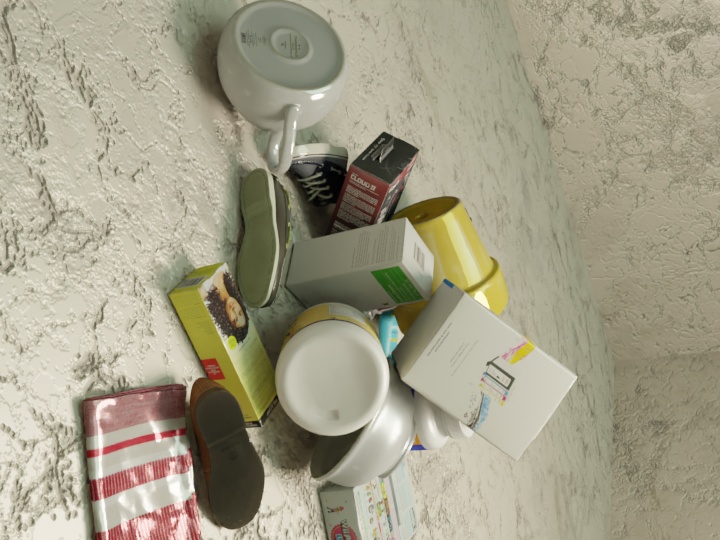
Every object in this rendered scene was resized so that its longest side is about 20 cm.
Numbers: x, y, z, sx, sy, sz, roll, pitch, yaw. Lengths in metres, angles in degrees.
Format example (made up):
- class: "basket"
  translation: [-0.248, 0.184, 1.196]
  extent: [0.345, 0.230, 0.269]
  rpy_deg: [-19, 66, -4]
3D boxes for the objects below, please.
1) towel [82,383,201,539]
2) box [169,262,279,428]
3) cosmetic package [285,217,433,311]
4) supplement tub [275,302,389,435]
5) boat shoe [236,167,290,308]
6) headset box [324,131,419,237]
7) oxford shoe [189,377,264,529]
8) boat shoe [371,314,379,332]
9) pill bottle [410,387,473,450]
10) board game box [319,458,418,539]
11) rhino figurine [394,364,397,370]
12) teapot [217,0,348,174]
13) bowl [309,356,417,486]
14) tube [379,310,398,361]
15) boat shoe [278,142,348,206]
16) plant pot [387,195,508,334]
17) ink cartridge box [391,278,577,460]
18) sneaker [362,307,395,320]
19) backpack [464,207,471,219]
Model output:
- class: "towel"
  translation: [-0.229, 0.228, 0.805]
  extent: [0.144, 0.022, 0.203]
  rpy_deg: [1, 80, -62]
- class: "box"
  translation: [-0.164, 0.097, 0.946]
  extent: [0.202, 0.050, 0.075]
  rpy_deg: [69, 28, -22]
- class: "cosmetic package"
  translation: [0.000, 0.000, 1.138]
  extent: [0.108, 0.198, 0.086]
  rpy_deg: [47, 39, -43]
- class: "supplement tub"
  translation: [-0.039, 0.123, 1.017]
  extent: [0.200, 0.143, 0.147]
  rpy_deg: [-115, -169, -82]
- class: "boat shoe"
  translation: [-0.127, -0.041, 1.042]
  extent: [0.060, 0.071, 0.204]
  rpy_deg: [28, 54, -53]
- class: "headset box"
  translation: [0.018, -0.121, 1.226]
  extent: [0.149, 0.074, 0.201]
  rpy_deg: [-53, 168, -52]
- class: "oxford shoe"
  translation: [-0.162, 0.217, 0.900]
  extent: [0.071, 0.071, 0.203]
  rpy_deg: [-16, 114, -24]
- class: "boat shoe"
  translation: [0.003, 0.079, 1.292]
  extent: [0.067, 0.056, 0.202]
  rpy_deg: [43, 39, -41]
- class: "pill bottle"
  translation: [0.079, 0.234, 1.214]
  extent: [0.112, 0.198, 0.114]
  rpy_deg: [31, 54, -55]
- class: "board game box"
  translation: [0.020, 0.384, 1.199]
  extent: [0.199, 0.063, 0.150]
  rpy_deg: [-13, 92, -65]
- class: "rhino figurine"
  translation: [0.097, 0.234, 1.353]
  extent: [0.088, 0.059, 0.202]
  rpy_deg: [52, -20, 46]
- class: "teapot"
  translation: [-0.117, -0.265, 1.063]
  extent: [0.197, 0.146, 0.200]
  rpy_deg: [40, 54, 4]
- class: "bowl"
  translation: [0.019, 0.232, 1.081]
  extent: [0.090, 0.201, 0.202]
  rpy_deg: [34, 41, -9]
- class: "tube"
  translation: [0.043, 0.148, 1.352]
  extent: [0.077, 0.050, 0.203]
  rpy_deg: [13, 76, -60]
- class: "boat shoe"
  translation: [-0.069, -0.149, 1.191]
  extent: [0.199, 0.074, 0.094]
  rpy_deg: [-13, 98, -64]
- class: "plant pot"
  translation: [0.130, -0.013, 1.265]
  extent: [0.201, 0.198, 0.191]
  rpy_deg: [-51, 125, -56]
- class: "ink cartridge box"
  translation: [0.168, 0.135, 1.062]
  extent: [0.199, 0.145, 0.147]
  rpy_deg: [36, 3, -8]
- class: "sneaker"
  translation: [-0.002, 0.078, 1.203]
  extent: [0.071, 0.111, 0.202]
  rpy_deg: [50, 39, -47]
- class: "backpack"
  translation: [0.145, -0.044, 1.476]
  extent: [0.201, 0.165, 0.164]
  rpy_deg: [-63, 143, -57]
